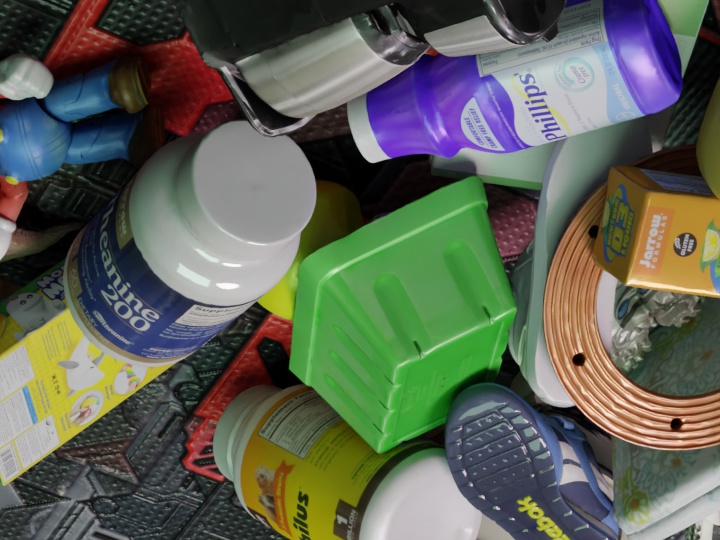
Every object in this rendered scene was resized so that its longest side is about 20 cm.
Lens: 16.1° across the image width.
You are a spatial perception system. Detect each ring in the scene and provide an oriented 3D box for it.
[{"bbox_3d":[0.208,0.016,1.610,0.200,0.019,0.201,-4,106,-13],"label":"ring"}]

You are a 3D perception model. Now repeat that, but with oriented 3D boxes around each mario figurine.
[{"bbox_3d":[-0.227,-0.071,1.647,0.200,0.106,0.124,-13,90,6],"label":"mario figurine"}]

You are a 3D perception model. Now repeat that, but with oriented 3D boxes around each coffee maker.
[{"bbox_3d":[-0.007,-0.189,1.472,0.200,0.135,0.192,-19,131,37],"label":"coffee maker"}]

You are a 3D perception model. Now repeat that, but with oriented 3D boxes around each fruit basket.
[{"bbox_3d":[0.000,0.000,1.704,0.155,0.216,0.216,-25,138,-15],"label":"fruit basket"}]

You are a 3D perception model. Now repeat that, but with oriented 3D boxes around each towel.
[{"bbox_3d":[0.250,0.081,1.732,0.048,0.171,0.200,33,129,-30],"label":"towel"}]

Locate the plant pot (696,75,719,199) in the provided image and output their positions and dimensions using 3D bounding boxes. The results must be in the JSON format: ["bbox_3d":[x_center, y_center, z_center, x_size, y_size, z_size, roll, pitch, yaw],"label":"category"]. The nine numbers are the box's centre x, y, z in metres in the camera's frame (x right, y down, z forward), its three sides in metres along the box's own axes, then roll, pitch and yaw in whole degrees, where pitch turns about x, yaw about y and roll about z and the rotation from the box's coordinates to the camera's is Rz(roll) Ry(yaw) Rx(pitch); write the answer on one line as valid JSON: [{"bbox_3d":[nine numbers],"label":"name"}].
[{"bbox_3d":[0.321,-0.121,1.511,0.201,0.201,0.189,12,121,-8],"label":"plant pot"}]

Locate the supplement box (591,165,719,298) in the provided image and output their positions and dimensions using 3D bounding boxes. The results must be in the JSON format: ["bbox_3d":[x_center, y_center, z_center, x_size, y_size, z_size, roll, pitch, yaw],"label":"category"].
[{"bbox_3d":[0.248,-0.016,1.566,0.200,0.069,0.067,6,105,-14],"label":"supplement box"}]

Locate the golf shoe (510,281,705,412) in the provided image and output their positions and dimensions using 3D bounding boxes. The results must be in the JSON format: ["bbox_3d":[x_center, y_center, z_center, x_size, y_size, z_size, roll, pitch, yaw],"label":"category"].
[{"bbox_3d":[0.159,0.024,1.751,0.078,0.097,0.200,-9,152,-46],"label":"golf shoe"}]

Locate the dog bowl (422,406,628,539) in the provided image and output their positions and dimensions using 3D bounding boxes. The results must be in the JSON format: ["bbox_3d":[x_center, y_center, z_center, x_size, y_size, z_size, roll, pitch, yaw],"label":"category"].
[{"bbox_3d":[0.112,0.169,1.907,0.200,0.074,0.200,3,136,3],"label":"dog bowl"}]

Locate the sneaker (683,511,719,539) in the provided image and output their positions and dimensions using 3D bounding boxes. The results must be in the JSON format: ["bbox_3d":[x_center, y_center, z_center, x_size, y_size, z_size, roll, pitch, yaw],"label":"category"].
[{"bbox_3d":[0.297,0.142,1.875,0.099,0.070,0.200,-1,141,-4],"label":"sneaker"}]

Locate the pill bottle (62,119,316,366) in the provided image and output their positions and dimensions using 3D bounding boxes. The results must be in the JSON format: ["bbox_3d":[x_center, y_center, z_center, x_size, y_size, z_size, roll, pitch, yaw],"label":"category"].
[{"bbox_3d":[-0.105,-0.019,1.603,0.111,0.111,0.200,22,152,-18],"label":"pill bottle"}]

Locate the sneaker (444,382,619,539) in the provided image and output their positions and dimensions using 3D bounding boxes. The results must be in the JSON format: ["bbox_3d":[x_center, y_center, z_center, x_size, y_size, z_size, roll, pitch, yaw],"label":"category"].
[{"bbox_3d":[0.116,0.133,1.755,0.074,0.082,0.200,-18,134,21],"label":"sneaker"}]

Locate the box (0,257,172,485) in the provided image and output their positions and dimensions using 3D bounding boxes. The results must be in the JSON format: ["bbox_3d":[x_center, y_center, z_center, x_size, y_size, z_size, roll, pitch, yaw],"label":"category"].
[{"bbox_3d":[-0.191,0.046,1.758,0.200,0.048,0.117,-34,141,-23],"label":"box"}]

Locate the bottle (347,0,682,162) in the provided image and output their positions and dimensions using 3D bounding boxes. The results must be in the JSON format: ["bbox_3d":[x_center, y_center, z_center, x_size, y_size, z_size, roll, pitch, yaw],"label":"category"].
[{"bbox_3d":[0.091,-0.113,1.549,0.200,0.065,0.084,-15,135,19],"label":"bottle"}]

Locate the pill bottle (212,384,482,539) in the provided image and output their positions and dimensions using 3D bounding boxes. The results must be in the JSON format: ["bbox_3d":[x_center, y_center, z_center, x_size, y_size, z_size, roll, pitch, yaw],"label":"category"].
[{"bbox_3d":[-0.015,0.148,1.812,0.200,0.109,0.109,24,156,45],"label":"pill bottle"}]

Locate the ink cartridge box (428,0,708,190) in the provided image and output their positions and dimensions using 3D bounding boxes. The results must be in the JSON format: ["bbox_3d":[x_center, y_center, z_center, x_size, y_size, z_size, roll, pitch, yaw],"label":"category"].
[{"bbox_3d":[0.131,-0.132,1.606,0.145,0.048,0.200,8,135,-4],"label":"ink cartridge box"}]

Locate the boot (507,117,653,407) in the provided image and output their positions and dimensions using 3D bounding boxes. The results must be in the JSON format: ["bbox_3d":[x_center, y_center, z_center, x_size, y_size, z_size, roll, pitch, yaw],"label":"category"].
[{"bbox_3d":[0.131,-0.019,1.641,0.073,0.096,0.200,8,103,-17],"label":"boot"}]

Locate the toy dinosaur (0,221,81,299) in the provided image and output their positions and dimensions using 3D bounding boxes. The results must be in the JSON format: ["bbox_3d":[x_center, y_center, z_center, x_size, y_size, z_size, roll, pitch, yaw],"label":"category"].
[{"bbox_3d":[-0.297,-0.022,1.736,0.200,0.086,0.136,-8,128,5],"label":"toy dinosaur"}]
